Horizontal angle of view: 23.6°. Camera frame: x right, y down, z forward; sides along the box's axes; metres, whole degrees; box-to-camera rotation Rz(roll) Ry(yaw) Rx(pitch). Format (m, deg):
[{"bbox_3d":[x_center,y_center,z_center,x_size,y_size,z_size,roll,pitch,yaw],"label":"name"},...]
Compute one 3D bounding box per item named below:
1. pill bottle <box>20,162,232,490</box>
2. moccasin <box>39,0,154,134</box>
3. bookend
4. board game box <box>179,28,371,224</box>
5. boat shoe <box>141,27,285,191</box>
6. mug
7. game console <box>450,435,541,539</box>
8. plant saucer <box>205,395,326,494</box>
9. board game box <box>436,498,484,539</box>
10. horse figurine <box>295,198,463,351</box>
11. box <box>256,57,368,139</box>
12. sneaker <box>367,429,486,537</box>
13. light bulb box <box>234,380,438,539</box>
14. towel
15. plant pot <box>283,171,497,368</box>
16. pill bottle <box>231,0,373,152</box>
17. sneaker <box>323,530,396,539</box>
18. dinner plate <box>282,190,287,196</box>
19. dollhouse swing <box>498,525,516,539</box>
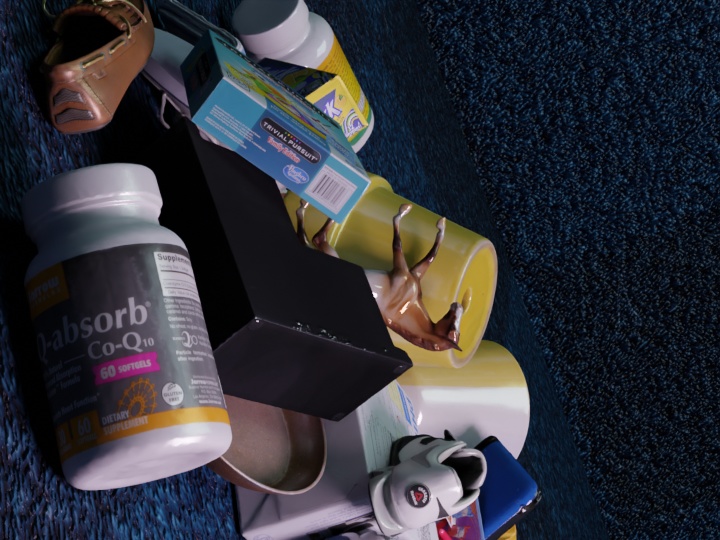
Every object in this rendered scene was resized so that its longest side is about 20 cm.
[{"bbox_3d":[-0.162,0.038,1.156,0.116,0.116,0.201,32,41,-72],"label":"pill bottle"},{"bbox_3d":[-0.213,-0.184,1.367,0.202,0.073,0.078,-71,152,-55],"label":"moccasin"},{"bbox_3d":[-0.080,0.002,1.407,0.198,0.092,0.201,19,41,-49],"label":"bookend"},{"bbox_3d":[-0.076,-0.127,1.466,0.151,0.047,0.200,35,11,-18],"label":"board game box"},{"bbox_3d":[-0.145,-0.136,1.594,0.202,0.086,0.075,36,31,-18],"label":"boat shoe"},{"bbox_3d":[0.066,0.129,1.805,0.153,0.149,0.187,5,53,-35],"label":"mug"},{"bbox_3d":[0.097,0.274,1.719,0.118,0.200,0.171,50,-1,-30],"label":"game console"},{"bbox_3d":[-0.106,0.100,1.393,0.200,0.034,0.201,42,26,-25],"label":"plant saucer"},{"bbox_3d":[0.037,0.268,1.613,0.039,0.157,0.201,59,18,-45],"label":"board game box"},{"bbox_3d":[0.000,0.000,1.569,0.050,0.199,0.133,121,-23,-73],"label":"horse figurine"},{"bbox_3d":[-0.072,-0.164,1.737,0.064,0.070,0.200,60,-15,-22],"label":"box"},{"bbox_3d":[0.070,0.177,1.473,0.200,0.088,0.074,-38,108,-78],"label":"sneaker"},{"bbox_3d":[-0.025,0.172,1.551,0.200,0.124,0.199,56,20,-53],"label":"light bulb box"},{"bbox_3d":[-0.121,-0.170,1.686,0.147,0.024,0.200,36,-19,45],"label":"towel"},{"bbox_3d":[0.025,0.010,1.683,0.201,0.188,0.202,14,90,-69],"label":"plant pot"},{"bbox_3d":[-0.069,-0.221,1.955,0.113,0.112,0.200,-96,162,-45],"label":"pill bottle"},{"bbox_3d":[0.012,0.302,1.476,0.081,0.146,0.200,-92,160,-52],"label":"sneaker"},{"bbox_3d":[-0.062,0.010,1.866,0.200,0.024,0.201,-18,90,-79],"label":"dinner plate"},{"bbox_3d":[0.074,0.201,1.890,0.200,0.181,0.176,-93,178,-48],"label":"dollhouse swing"}]
